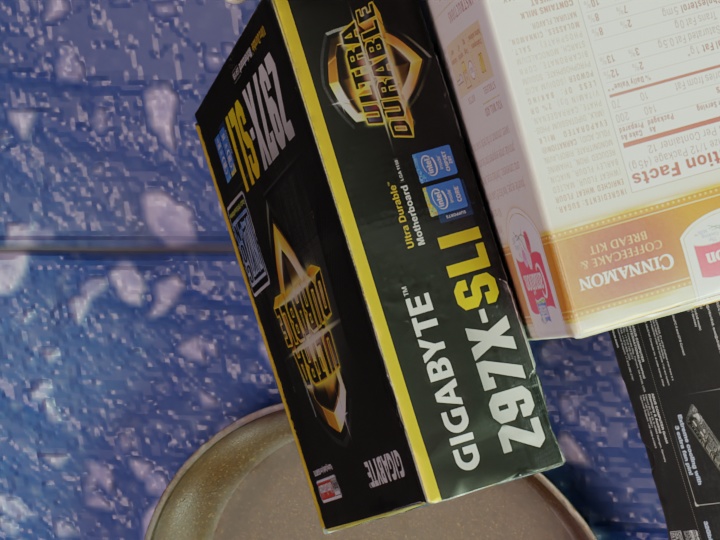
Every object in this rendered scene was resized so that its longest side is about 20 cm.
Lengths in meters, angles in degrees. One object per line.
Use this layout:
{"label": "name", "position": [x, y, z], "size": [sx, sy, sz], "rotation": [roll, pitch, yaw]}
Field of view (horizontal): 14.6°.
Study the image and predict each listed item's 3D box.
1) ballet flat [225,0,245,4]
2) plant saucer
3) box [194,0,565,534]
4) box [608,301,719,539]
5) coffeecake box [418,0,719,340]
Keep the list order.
{"label": "ballet flat", "position": [-0.017, -0.120, 0.943], "size": [0.200, 0.067, 0.068], "rotation": [10, 149, 19]}
{"label": "plant saucer", "position": [0.013, 0.135, 1.054], "size": [0.200, 0.032, 0.201], "rotation": [8, 112, 20]}
{"label": "box", "position": [0.000, 0.000, 0.906], "size": [0.049, 0.200, 0.160], "rotation": [-15, 86, -11]}
{"label": "box", "position": [0.158, 0.045, 0.898], "size": [0.158, 0.050, 0.200], "rotation": [-15, 92, 51]}
{"label": "coffeecake box", "position": [0.057, -0.083, 0.823], "size": [0.073, 0.154, 0.200], "rotation": [-15, 90, -6]}
